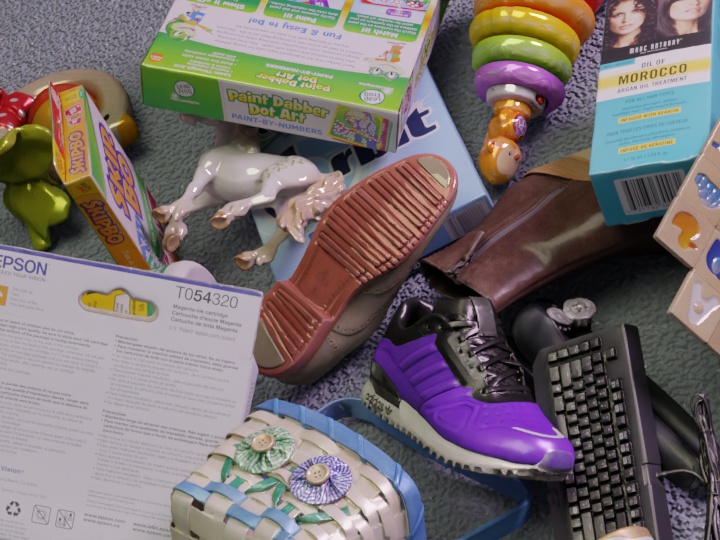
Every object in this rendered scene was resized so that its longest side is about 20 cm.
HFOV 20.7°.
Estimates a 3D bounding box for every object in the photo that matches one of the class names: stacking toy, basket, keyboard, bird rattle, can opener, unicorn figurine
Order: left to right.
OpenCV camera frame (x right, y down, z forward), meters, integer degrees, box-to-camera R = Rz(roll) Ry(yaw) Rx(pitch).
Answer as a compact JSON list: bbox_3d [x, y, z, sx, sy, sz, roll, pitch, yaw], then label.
[{"bbox_3d":[-0.270,-0.112,1.661,0.163,0.113,0.200,-26,33,-9],"label":"bird rattle"},{"bbox_3d":[-0.094,-0.072,1.481,0.199,0.074,0.137,26,55,24],"label":"unicorn figurine"},{"bbox_3d":[-0.009,0.157,1.278,0.176,0.140,0.200,22,33,37],"label":"basket"},{"bbox_3d":[0.121,-0.157,1.483,0.109,0.116,0.201,1,67,30],"label":"stacking toy"},{"bbox_3d":[0.168,0.082,1.299,0.063,0.079,0.200,-15,38,-39],"label":"can opener"},{"bbox_3d":[0.173,0.130,1.227,0.127,0.021,0.201,-18,67,26],"label":"keyboard"}]

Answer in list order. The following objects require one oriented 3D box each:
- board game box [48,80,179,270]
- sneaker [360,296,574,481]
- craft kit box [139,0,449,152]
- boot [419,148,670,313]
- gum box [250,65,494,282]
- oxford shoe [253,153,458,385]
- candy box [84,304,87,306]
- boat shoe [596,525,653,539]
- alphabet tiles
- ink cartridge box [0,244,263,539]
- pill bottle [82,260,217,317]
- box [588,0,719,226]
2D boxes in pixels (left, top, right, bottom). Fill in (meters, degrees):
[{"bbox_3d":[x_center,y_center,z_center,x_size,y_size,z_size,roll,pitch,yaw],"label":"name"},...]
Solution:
[{"bbox_3d":[-0.181,-0.049,1.469,0.030,0.200,0.096,-21,48,10],"label":"board game box"},{"bbox_3d":[0.072,0.068,1.282,0.200,0.069,0.100,26,103,52],"label":"sneaker"},{"bbox_3d":[-0.045,-0.184,1.509,0.199,0.049,0.198,12,42,9],"label":"craft kit box"},{"bbox_3d":[0.155,-0.013,1.344,0.166,0.073,0.200,-35,31,-21],"label":"boot"},{"bbox_3d":[-0.003,-0.073,1.505,0.169,0.045,0.200,-27,46,6],"label":"gum box"},{"bbox_3d":[0.000,0.000,1.404,0.200,0.074,0.071,-45,59,7],"label":"oxford shoe"},{"bbox_3d":[-0.211,0.134,1.382,0.102,0.026,0.201,-18,88,11],"label":"candy box"},{"bbox_3d":[0.104,0.233,1.188,0.200,0.071,0.069,-37,66,17],"label":"boat shoe"},{"bbox_3d":[0.274,-0.022,1.261,0.200,0.166,0.006,-58,19,-22],"label":"alphabet tiles"},{"bbox_3d":[-0.174,0.096,1.339,0.195,0.043,0.201,11,89,4],"label":"ink cartridge box"},{"bbox_3d":[-0.199,0.068,1.448,0.199,0.113,0.113,-14,50,17],"label":"pill bottle"},{"bbox_3d":[0.206,-0.119,1.341,0.082,0.049,0.200,-10,41,20],"label":"box"}]
